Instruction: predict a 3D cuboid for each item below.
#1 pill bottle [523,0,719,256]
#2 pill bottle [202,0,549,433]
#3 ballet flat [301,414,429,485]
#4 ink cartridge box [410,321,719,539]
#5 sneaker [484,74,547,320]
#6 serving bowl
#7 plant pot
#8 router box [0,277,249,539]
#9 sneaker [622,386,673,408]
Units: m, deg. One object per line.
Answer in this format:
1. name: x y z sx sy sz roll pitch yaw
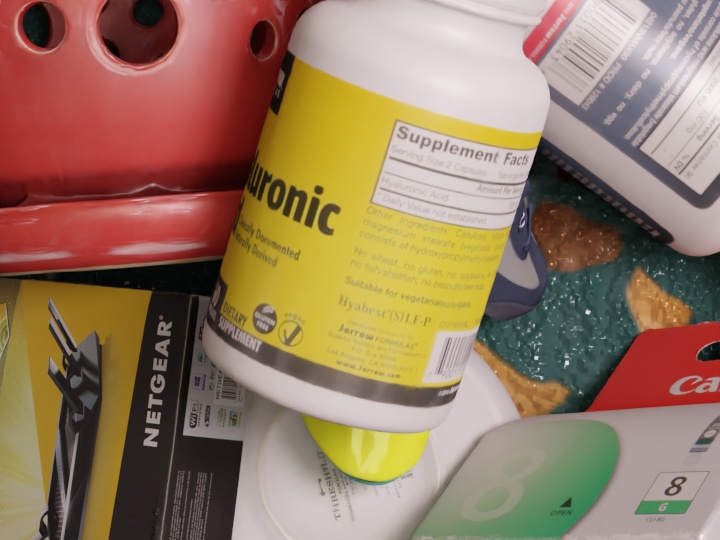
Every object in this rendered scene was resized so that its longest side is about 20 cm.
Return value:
1. pill bottle: 0.157 -0.078 1.110 0.200 0.120 0.120 36 84 -3
2. pill bottle: 0.013 -0.044 0.952 0.111 0.111 0.201 17 102 -4
3. ballet flat: 0.000 0.000 1.068 0.066 0.067 0.201 2 51 -6
4. ink cartridge box: 0.136 0.068 1.040 0.050 0.160 0.200 57 49 -25
5. sneaker: 0.058 -0.051 1.066 0.082 0.200 0.070 -19 46 18
6. serving bowl: -0.009 0.100 1.089 0.199 0.066 0.201 2 73 -8
7. plant pot: -0.111 -0.092 1.045 0.199 0.200 0.184 -4 90 -6
8. router box: -0.131 0.106 1.061 0.157 0.052 0.201 4 85 37
9. sneaker: 0.141 0.107 1.123 0.200 0.074 0.088 -39 68 -19
